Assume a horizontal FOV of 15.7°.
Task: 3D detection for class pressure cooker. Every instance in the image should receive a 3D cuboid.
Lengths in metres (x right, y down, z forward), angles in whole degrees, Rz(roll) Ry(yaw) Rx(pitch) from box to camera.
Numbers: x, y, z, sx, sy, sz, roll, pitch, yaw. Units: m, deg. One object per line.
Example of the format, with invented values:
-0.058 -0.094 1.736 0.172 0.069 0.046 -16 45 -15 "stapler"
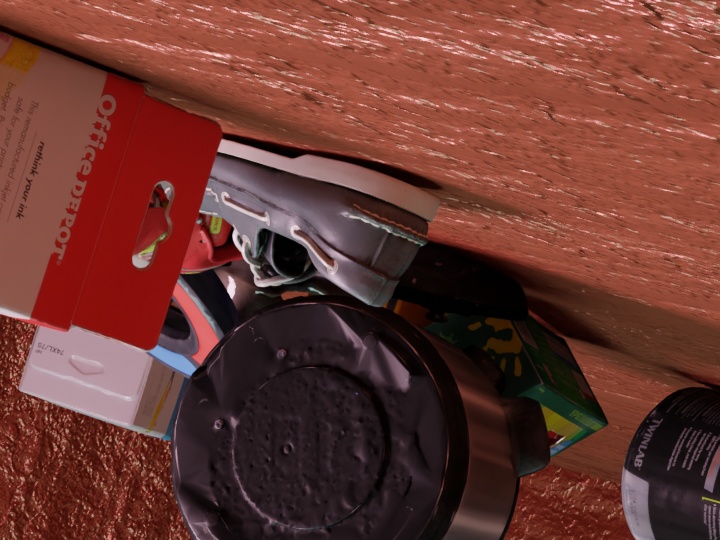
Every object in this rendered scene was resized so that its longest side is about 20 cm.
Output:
0.002 0.109 1.479 0.175 0.179 0.200 31 -179 18 "pressure cooker"

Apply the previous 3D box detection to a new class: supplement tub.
0.280 0.152 1.718 0.122 0.123 0.199 22 174 -42 "supplement tub"

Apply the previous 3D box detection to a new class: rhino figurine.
-0.096 -0.007 1.667 0.087 0.060 0.199 16 -175 -43 "rhino figurine"

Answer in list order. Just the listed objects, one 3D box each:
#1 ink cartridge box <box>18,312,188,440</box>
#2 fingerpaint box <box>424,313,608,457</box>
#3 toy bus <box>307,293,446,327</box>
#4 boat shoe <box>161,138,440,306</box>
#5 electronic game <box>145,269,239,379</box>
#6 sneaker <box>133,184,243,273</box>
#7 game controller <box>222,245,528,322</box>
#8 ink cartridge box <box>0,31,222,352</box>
-0.288 0.103 3.068 0.146 0.147 0.200 17 175 11 "ink cartridge box"
0.055 0.099 1.674 0.074 0.166 0.200 62 -170 18 "fingerpaint box"
0.015 0.040 1.753 0.078 0.066 0.200 17 175 9 "toy bus"
-0.041 -0.024 1.262 0.073 0.062 0.199 21 174 -38 "boat shoe"
-0.147 -0.003 1.593 0.200 0.042 0.200 37 160 16 "electronic game"
-0.110 -0.040 1.401 0.084 0.078 0.200 -4 173 19 "sneaker"
0.000 0.000 1.503 0.199 0.042 0.104 15 174 39 "game controller"
-0.173 -0.046 1.162 0.199 0.117 0.067 21 173 -24 "ink cartridge box"
